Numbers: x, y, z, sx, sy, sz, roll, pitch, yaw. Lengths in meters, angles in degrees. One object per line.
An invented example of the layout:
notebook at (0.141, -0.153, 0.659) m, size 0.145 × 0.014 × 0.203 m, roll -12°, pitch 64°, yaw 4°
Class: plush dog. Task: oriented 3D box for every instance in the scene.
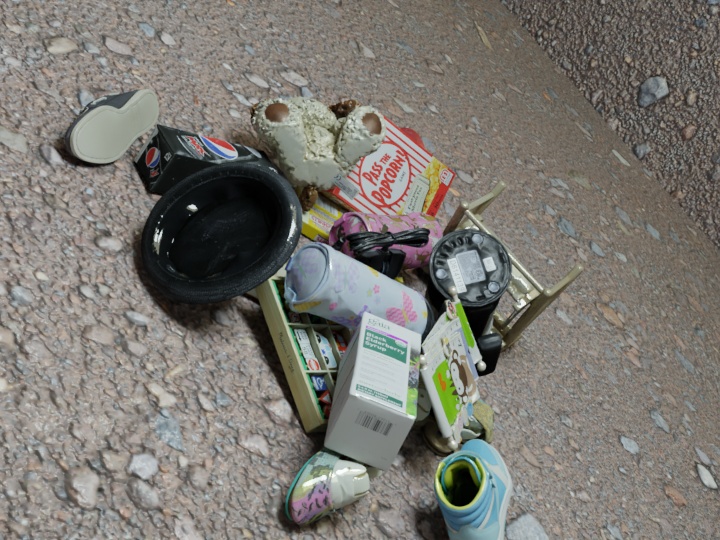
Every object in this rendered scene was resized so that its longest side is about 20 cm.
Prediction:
plush dog at (-0.076, -0.198, 1.605) m, size 0.198 × 0.161 × 0.172 m, roll 3°, pitch 37°, yaw -15°

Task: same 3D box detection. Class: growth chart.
growth chart at (0.119, 0.127, 1.375) m, size 0.146 × 0.018 × 0.200 m, roll 65°, pitch 28°, yaw -18°

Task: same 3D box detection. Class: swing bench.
swing bench at (0.208, 0.006, 1.714) m, size 0.199 × 0.200 × 0.129 m, roll 48°, pitch 41°, yaw 13°

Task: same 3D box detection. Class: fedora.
fedora at (-0.160, -0.032, 1.298) m, size 0.201 × 0.200 × 0.092 m, roll 57°, pitch -7°, yaw 26°

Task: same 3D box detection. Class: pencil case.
pencil case at (-0.004, 0.038, 1.355) m, size 0.199 × 0.091 × 0.083 m, roll 26°, pitch -5°, yaw -40°
pencil case at (0.041, -0.046, 1.614) m, size 0.086 × 0.083 × 0.199 m, roll 30°, pitch 20°, yaw 33°

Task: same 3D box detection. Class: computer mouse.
computer mouse at (0.000, 0.000, 1.468) m, size 0.139 × 0.200 × 0.046 m, roll -3°, pitch 70°, yaw -31°

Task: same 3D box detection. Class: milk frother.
milk frother at (0.106, 0.058, 1.544) m, size 0.198 × 0.188 × 0.182 m, roll 2°, pitch 66°, yaw 0°

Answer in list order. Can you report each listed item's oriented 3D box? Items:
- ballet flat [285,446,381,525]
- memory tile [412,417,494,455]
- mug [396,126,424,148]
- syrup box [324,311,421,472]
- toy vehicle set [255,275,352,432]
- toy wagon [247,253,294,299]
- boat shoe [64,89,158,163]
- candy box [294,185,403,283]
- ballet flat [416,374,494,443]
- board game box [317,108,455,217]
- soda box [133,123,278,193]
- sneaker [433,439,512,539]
ballet flat at (-0.015, 0.224, 1.199) m, size 0.071 × 0.070 × 0.200 m, roll 4°, pitch 14°, yaw 20°
memory tile at (0.101, 0.189, 1.480) m, size 0.200 × 0.017 × 0.153 m, roll 44°, pitch 27°, yaw 1°
mug at (0.000, -0.179, 1.759) m, size 0.199 × 0.134 × 0.178 m, roll 12°, pitch 38°, yaw -41°
syrup box at (0.017, 0.134, 1.240) m, size 0.078 × 0.082 × 0.200 m, roll 23°, pitch 25°, yaw -5°
toy vehicle set at (-0.052, 0.103, 1.338) m, size 0.124 × 0.026 × 0.201 m, roll 5°, pitch 57°, yaw -52°
toy wagon at (-0.126, -0.007, 1.430) m, size 0.199 × 0.040 × 0.156 m, roll 29°, pitch 30°, yaw -28°
boat shoe at (-0.338, -0.190, 1.411) m, size 0.062 × 0.073 × 0.200 m, roll 4°, pitch 26°, yaw 19°
candy box at (-0.019, -0.053, 1.657) m, size 0.199 × 0.026 × 0.103 m, roll 32°, pitch 32°, yaw -22°
ballet flat at (0.097, 0.177, 1.410) m, size 0.199 × 0.071 × 0.071 m, roll 29°, pitch 29°, yaw -25°
board game box at (0.044, -0.141, 1.715) m, size 0.199 × 0.152 × 0.046 m, roll 33°, pitch -11°, yaw -35°
soda box at (-0.206, -0.138, 1.475) m, size 0.199 × 0.071 × 0.063 m, roll 9°, pitch 38°, yaw -49°
sneaker at (0.137, 0.248, 1.309) m, size 0.201 × 0.079 × 0.131 m, roll -83°, pitch 159°, yaw -57°
